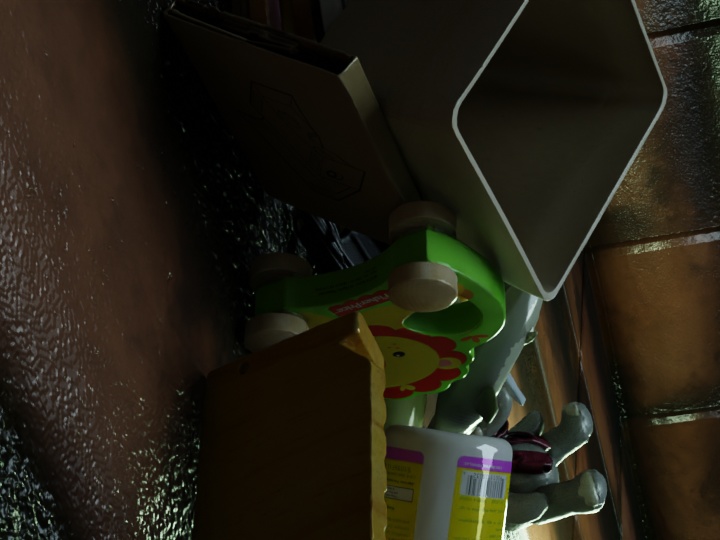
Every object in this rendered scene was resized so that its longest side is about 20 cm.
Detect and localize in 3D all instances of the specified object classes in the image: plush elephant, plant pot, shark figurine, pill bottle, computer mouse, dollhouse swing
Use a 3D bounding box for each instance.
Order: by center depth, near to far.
[{"bbox_3d":[-0.012,0.172,0.868,0.176,0.181,0.201,36,43,-41],"label":"dollhouse swing"},{"bbox_3d":[0.077,-0.129,0.980,0.200,0.176,0.200,-57,139,-21],"label":"plant pot"},{"bbox_3d":[0.057,0.225,1.063,0.104,0.104,0.201,27,70,-71],"label":"pill bottle"},{"bbox_3d":[0.100,0.040,1.112,0.215,0.089,0.128,-62,180,2],"label":"shark figurine"},{"bbox_3d":[0.000,0.000,1.186,0.139,0.053,0.200,54,15,2],"label":"computer mouse"},{"bbox_3d":[0.137,0.187,1.430,0.155,0.200,0.165,48,26,-20],"label":"plush elephant"}]

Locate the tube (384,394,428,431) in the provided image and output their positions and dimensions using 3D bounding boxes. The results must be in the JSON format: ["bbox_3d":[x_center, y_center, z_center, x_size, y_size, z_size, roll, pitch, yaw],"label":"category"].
[{"bbox_3d":[0.036,0.110,1.148,0.052,0.058,0.201,30,69,-42],"label":"tube"}]

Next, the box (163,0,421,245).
[{"bbox_3d":[-0.037,-0.096,0.950,0.021,0.163,0.200,-52,144,-19],"label":"box"}]

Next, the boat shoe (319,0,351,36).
[{"bbox_3d":[0.025,-0.200,1.093,0.202,0.086,0.075,-11,92,-78],"label":"boat shoe"}]

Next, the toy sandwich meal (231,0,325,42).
[{"bbox_3d":[-0.045,-0.183,1.109,0.205,0.070,0.206,-9,90,-75],"label":"toy sandwich meal"}]

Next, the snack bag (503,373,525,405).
[{"bbox_3d":[0.085,0.032,1.344,0.200,0.021,0.189,55,0,45],"label":"snack bag"}]

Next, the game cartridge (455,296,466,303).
[{"bbox_3d":[0.052,-0.046,1.263,0.176,0.032,0.200,43,13,5],"label":"game cartridge"}]

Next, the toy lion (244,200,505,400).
[{"bbox_3d":[0.022,0.041,1.007,0.191,0.199,0.069,35,46,-45],"label":"toy lion"}]

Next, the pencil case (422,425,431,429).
[{"bbox_3d":[0.059,0.186,1.259,0.200,0.087,0.088,29,53,-72],"label":"pencil case"}]
